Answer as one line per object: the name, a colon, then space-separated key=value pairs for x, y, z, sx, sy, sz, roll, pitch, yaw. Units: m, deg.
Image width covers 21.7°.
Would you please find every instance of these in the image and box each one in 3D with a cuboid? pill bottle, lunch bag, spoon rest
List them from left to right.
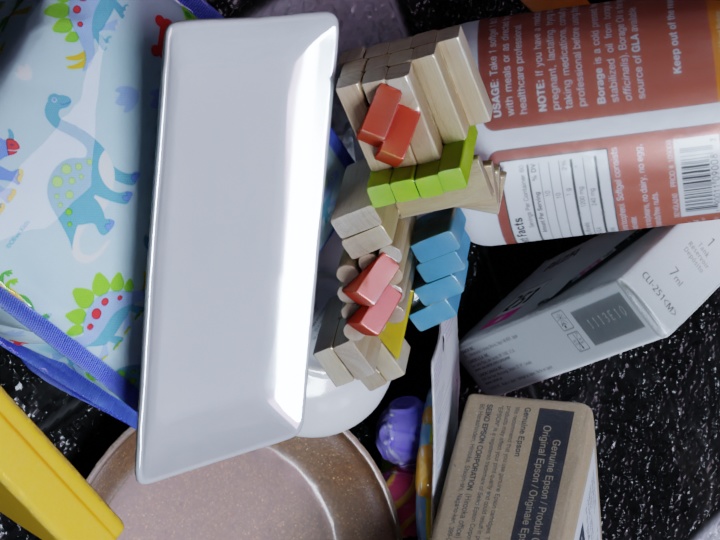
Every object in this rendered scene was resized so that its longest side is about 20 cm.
lunch bag: x=-0.107 y=-0.031 z=0.869 sx=0.200 sy=0.127 sz=0.171 roll=37 pitch=75 yaw=-28
spoon rest: x=0.000 y=0.000 z=0.998 sx=0.099 sy=0.061 sz=0.201 roll=38 pitch=69 yaw=-3
pill bottle: x=0.100 y=-0.073 z=0.928 sx=0.112 sy=0.198 sz=0.113 roll=-6 pitch=90 yaw=-80

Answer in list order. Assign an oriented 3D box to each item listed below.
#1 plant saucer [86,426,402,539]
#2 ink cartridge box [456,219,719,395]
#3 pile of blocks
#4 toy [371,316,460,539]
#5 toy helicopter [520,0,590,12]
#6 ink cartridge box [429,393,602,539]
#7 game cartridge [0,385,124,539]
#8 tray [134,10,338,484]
plant saucer: x=-0.070 y=0.160 z=0.974 sx=0.199 sy=0.037 sz=0.203 roll=2 pitch=86 yaw=-28
ink cartridge box: x=0.159 y=-0.010 z=1.048 sx=0.173 sy=0.200 sz=0.044 roll=-42 pitch=95 yaw=-26
pile of blocks: x=0.022 y=-0.013 z=0.874 sx=0.062 sy=0.081 sz=0.201 roll=-75 pitch=172 yaw=-52
toy: x=0.031 y=0.125 z=1.050 sx=0.115 sy=0.047 sz=0.202 roll=-67 pitch=154 yaw=-71
toy helicopter: x=0.158 y=-0.106 z=1.022 sx=0.132 sy=0.199 sz=0.079 roll=40 pitch=72 yaw=-53
ink cartridge box: x=0.086 y=0.195 z=1.031 sx=0.201 sy=0.074 sz=0.166 roll=79 pitch=20 yaw=-45
game cartridge: x=-0.195 y=0.027 z=0.760 sx=0.032 sy=0.199 sz=0.177 roll=-48 pitch=125 yaw=-18
tray: x=-0.059 y=-0.013 z=0.826 sx=0.107 sy=0.022 sz=0.202 roll=-12 pitch=113 yaw=-47
